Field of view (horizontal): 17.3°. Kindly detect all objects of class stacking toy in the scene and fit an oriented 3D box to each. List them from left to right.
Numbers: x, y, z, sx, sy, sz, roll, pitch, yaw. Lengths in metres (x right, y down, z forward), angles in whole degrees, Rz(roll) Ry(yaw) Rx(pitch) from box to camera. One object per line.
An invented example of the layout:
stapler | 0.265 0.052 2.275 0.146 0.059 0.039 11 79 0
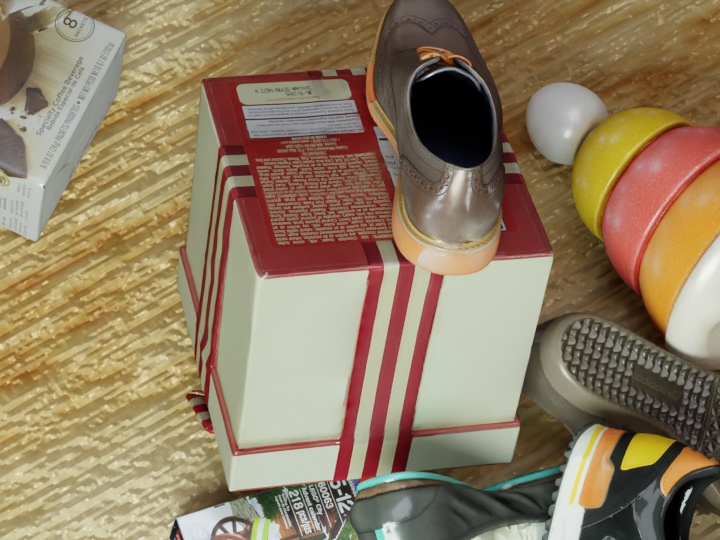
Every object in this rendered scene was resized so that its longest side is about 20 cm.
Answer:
stacking toy | 0.177 -0.050 1.397 0.146 0.146 0.200 -35 60 -21

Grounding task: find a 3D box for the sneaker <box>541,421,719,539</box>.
sneaker | 0.139 0.183 1.253 0.090 0.070 0.200 8 78 23

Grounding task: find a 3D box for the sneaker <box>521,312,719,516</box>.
sneaker | 0.171 0.087 1.357 0.200 0.076 0.070 36 65 -18

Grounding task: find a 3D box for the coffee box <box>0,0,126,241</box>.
coffee box | -0.250 -0.117 1.357 0.200 0.080 0.113 24 64 1

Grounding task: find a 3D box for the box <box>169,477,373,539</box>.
box | -0.007 0.211 1.282 0.137 0.038 0.200 -16 71 -16

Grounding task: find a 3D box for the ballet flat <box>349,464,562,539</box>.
ballet flat | 0.062 0.143 1.271 0.200 0.068 0.068 3 70 -53

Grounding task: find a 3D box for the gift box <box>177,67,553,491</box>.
gift box | 0.000 0.000 1.298 0.184 0.187 0.200 -1 43 -11

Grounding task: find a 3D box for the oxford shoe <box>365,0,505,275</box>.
oxford shoe | 0.045 -0.090 1.210 0.071 0.073 0.200 0 44 -10
